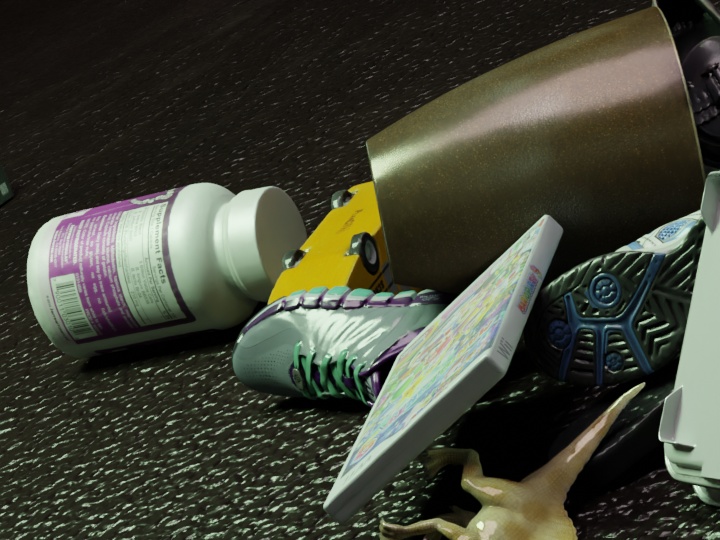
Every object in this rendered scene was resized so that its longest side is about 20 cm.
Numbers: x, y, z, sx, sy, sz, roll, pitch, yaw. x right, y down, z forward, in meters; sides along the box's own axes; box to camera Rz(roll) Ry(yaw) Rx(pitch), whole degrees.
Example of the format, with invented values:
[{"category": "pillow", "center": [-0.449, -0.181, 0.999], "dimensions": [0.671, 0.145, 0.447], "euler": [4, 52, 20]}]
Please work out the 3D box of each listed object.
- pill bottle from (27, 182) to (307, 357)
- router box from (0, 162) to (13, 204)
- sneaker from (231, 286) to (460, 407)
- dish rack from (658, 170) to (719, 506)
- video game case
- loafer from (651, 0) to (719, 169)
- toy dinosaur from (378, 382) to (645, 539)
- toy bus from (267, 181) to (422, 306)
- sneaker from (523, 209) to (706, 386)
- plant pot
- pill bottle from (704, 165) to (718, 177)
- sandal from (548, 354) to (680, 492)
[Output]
[{"category": "pill bottle", "center": [-0.143, -0.004, 1.921], "dimensions": [0.199, 0.113, 0.112], "euler": [-12, 20, 26]}, {"category": "router box", "center": [-0.462, -0.046, 2.503], "dimensions": [0.156, 0.053, 0.200], "euler": [-7, 22, 36]}, {"category": "sneaker", "center": [-0.006, 0.057, 1.660], "dimensions": [0.199, 0.075, 0.088], "euler": [-11, 25, 26]}, {"category": "dish rack", "center": [0.212, 0.023, 1.305], "dimensions": [0.043, 0.202, 0.171], "euler": [13, -5, -23]}, {"category": "video game case", "center": [0.051, 0.054, 1.484], "dimensions": [0.143, 0.018, 0.200], "euler": [-44, 8, 26]}, {"category": "loafer", "center": [0.222, -0.132, 1.653], "dimensions": [0.072, 0.063, 0.200], "euler": [-28, 27, 9]}, {"category": "toy dinosaur", "center": [0.078, 0.135, 1.391], "dimensions": [0.101, 0.059, 0.200], "euler": [12, 42, 34]}, {"category": "toy bus", "center": [0.000, 0.000, 1.803], "dimensions": [0.065, 0.079, 0.200], "euler": [-13, 19, 25]}, {"category": "sneaker", "center": [0.185, 0.010, 1.457], "dimensions": [0.199, 0.076, 0.077], "euler": [-25, -6, 25]}, {"category": "plant pot", "center": [0.108, -0.056, 1.618], "dimensions": [0.198, 0.188, 0.187], "euler": [-11, 18, 1]}, {"category": "pill bottle", "center": [0.257, -0.114, 1.793], "dimensions": [0.199, 0.112, 0.110], "euler": [-32, 21, -33]}, {"category": "sandal", "center": [0.198, 0.067, 1.455], "dimensions": [0.200, 0.048, 0.075], "euler": [-35, 20, -3]}]
